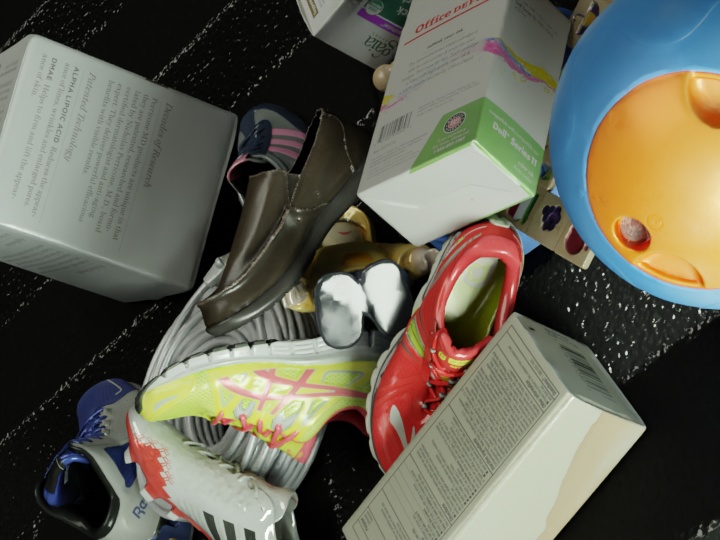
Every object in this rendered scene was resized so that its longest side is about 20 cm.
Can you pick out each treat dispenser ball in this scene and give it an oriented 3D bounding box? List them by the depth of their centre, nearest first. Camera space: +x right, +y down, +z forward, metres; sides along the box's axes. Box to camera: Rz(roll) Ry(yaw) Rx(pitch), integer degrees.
[{"bbox_3d":[0.210,-0.079,1.135,0.200,0.200,0.203,-27,52,40],"label":"treat dispenser ball"}]

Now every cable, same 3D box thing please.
[{"bbox_3d":[-0.103,0.105,1.536,0.200,0.069,0.201,-46,43,26],"label":"cable"}]

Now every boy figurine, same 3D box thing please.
[{"bbox_3d":[0.000,0.000,1.437,0.200,0.123,0.065,-103,-1,-73],"label":"boy figurine"}]

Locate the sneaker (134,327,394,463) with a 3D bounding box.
[{"bbox_3d":[-0.064,0.097,1.406,0.078,0.198,0.091,142,120,-75],"label":"sneaker"}]

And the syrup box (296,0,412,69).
[{"bbox_3d":[0.040,-0.264,1.547,0.200,0.078,0.082,-47,41,24],"label":"syrup box"}]

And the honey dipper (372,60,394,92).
[{"bbox_3d":[0.077,-0.206,1.512,0.200,0.038,0.038,-43,42,35],"label":"honey dipper"}]

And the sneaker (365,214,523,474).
[{"bbox_3d":[0.056,0.058,1.310,0.085,0.076,0.202,-101,29,-80],"label":"sneaker"}]

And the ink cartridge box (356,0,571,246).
[{"bbox_3d":[0.077,-0.128,1.342,0.117,0.067,0.201,-23,41,42],"label":"ink cartridge box"}]

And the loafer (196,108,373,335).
[{"bbox_3d":[-0.062,-0.038,1.411,0.201,0.071,0.073,-53,13,-24],"label":"loafer"}]

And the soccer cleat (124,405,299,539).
[{"bbox_3d":[-0.094,0.169,1.422,0.085,0.201,0.069,-38,0,18],"label":"soccer cleat"}]

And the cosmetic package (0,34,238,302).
[{"bbox_3d":[-0.241,-0.082,1.677,0.164,0.199,0.167,-8,66,62],"label":"cosmetic package"}]

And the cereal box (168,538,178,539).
[{"bbox_3d":[-0.159,0.332,1.508,0.144,0.039,0.201,-44,43,28],"label":"cereal box"}]

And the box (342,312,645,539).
[{"bbox_3d":[0.085,0.139,1.277,0.200,0.077,0.095,-52,40,19],"label":"box"}]

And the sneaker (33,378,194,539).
[{"bbox_3d":[-0.214,0.157,1.607,0.081,0.115,0.200,-50,40,19],"label":"sneaker"}]

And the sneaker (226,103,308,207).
[{"bbox_3d":[-0.077,-0.088,1.594,0.070,0.082,0.200,-55,35,18],"label":"sneaker"}]

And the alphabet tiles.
[{"bbox_3d":[0.152,-0.118,1.326,0.167,0.008,0.201,35,99,53],"label":"alphabet tiles"}]

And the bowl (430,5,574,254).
[{"bbox_3d":[0.101,-0.104,1.420,0.200,0.039,0.202,-28,52,41],"label":"bowl"}]
